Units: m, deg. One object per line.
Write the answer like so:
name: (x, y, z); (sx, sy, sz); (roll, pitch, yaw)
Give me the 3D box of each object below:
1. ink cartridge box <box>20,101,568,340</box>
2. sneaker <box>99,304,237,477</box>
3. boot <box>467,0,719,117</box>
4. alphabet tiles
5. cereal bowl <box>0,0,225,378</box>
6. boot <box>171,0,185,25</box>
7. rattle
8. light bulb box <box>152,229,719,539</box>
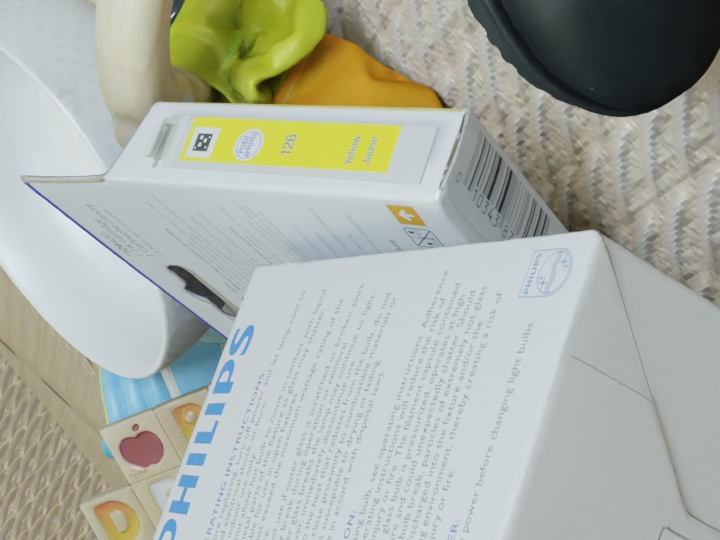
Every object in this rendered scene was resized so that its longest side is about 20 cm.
ink cartridge box: (0.000, 0.000, 0.694); (0.199, 0.047, 0.198); (9, 158, 37)
sneaker: (-0.058, 0.092, 0.920); (0.200, 0.130, 0.080); (53, -170, 3)
boot: (0.080, -0.106, 0.391); (0.168, 0.076, 0.201); (33, 150, 55)
alphabet tiles: (-0.046, 0.149, 0.898); (0.201, 0.165, 0.006); (62, -159, -15)
cereal bowl: (-0.125, -0.051, 0.832); (0.200, 0.083, 0.201); (40, 150, 29)
boot: (-0.029, -0.037, 0.867); (0.200, 0.066, 0.165); (42, 164, 11)
rattle: (-0.030, -0.128, 0.656); (0.142, 0.130, 0.201); (30, 129, 25)
light bulb box: (0.067, 0.087, 0.588); (0.198, 0.126, 0.199); (29, 162, -28)
